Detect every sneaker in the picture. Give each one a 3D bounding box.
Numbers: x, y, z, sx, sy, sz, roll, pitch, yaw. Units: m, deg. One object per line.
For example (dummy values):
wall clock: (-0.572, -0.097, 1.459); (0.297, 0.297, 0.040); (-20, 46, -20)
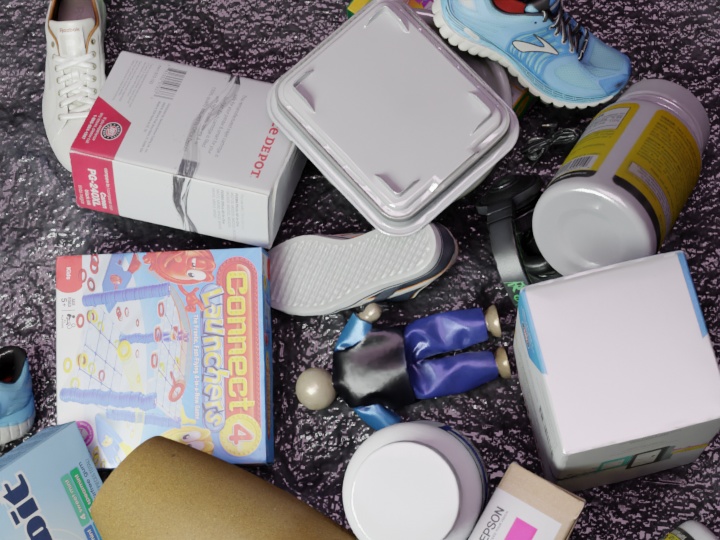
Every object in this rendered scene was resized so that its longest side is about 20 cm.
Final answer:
sneaker: (0.167, -0.218, 1.506); (0.199, 0.090, 0.079); (23, 52, -16)
sneaker: (-0.365, 0.122, 1.465); (0.078, 0.200, 0.091); (20, 117, 18)
sneaker: (0.000, 0.000, 1.549); (0.198, 0.079, 0.079); (-11, 80, 28)
sneaker: (-0.285, -0.198, 1.621); (0.072, 0.085, 0.202); (-6, 75, 1)

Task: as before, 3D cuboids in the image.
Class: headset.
headset: (0.168, -0.048, 1.521); (0.093, 0.124, 0.201); (-19, 45, 24)

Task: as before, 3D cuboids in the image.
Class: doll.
doll: (0.037, 0.094, 1.524); (0.198, 0.048, 0.138); (-12, 94, 2)

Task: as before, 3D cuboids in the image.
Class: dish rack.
dish rack: (0.029, -0.148, 1.492); (0.171, 0.044, 0.200); (-41, 75, -11)

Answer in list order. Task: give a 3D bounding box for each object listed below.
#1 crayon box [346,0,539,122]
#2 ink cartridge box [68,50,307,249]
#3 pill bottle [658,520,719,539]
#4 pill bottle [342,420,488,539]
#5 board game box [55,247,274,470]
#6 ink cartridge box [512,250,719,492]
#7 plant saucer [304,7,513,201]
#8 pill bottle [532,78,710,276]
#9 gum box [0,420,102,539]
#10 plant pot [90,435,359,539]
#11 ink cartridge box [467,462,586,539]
crayon box: (0.099, -0.236, 1.615); (0.199, 0.058, 0.119); (37, 79, 14)
ink cartridge box: (-0.155, -0.115, 1.561); (0.198, 0.084, 0.146); (13, 50, 8)
pill bottle: (0.239, 0.314, 1.410); (0.199, 0.113, 0.113); (-35, 74, -6)
pill bottle: (0.047, 0.189, 1.408); (0.118, 0.200, 0.121); (-1, 85, 8)
board game box: (-0.181, 0.083, 1.525); (0.194, 0.056, 0.202); (-3, 83, 4)
ink cartridge box: (0.220, 0.095, 1.432); (0.145, 0.200, 0.148); (-13, 73, -1)
plant saucer: (0.043, -0.145, 1.543); (0.198, 0.050, 0.202); (0, 75, 1)
pill bottle: (0.242, -0.083, 1.492); (0.114, 0.115, 0.200); (27, 46, 12)
gum box: (-0.284, 0.248, 1.406); (0.044, 0.200, 0.171); (-16, 100, 35)
plant pot: (-0.130, 0.242, 1.422); (0.200, 0.187, 0.187); (39, 80, 14)
ink cartridge box: (0.111, 0.277, 1.404); (0.075, 0.165, 0.201); (29, 77, 12)
